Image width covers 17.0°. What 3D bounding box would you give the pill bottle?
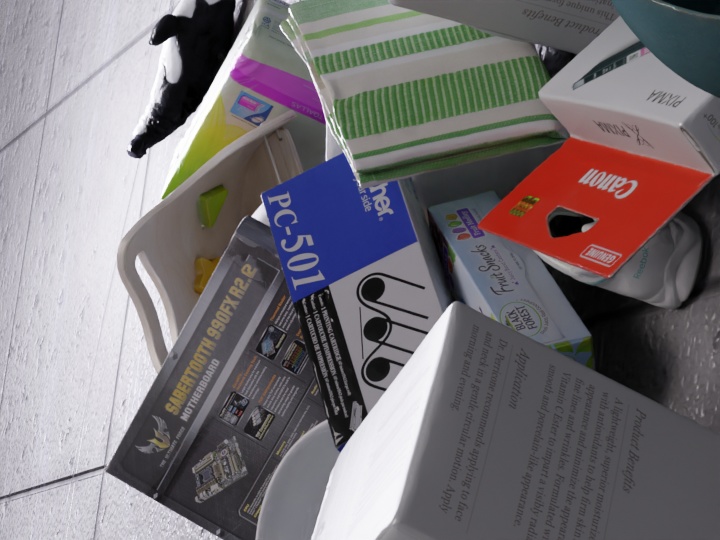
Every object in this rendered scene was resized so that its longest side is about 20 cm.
[{"bbox_3d":[0.072,-0.127,1.666,0.201,0.111,0.112,-105,34,-50],"label":"pill bottle"}]

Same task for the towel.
[{"bbox_3d":[0.040,-0.130,1.573,0.200,0.152,0.024,-113,13,-50],"label":"towel"}]

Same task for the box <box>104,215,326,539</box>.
[{"bbox_3d":[-0.059,0.089,1.635,0.201,0.158,0.048,-61,0,17],"label":"box"}]

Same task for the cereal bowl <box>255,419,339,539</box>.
[{"bbox_3d":[0.028,0.189,1.551,0.199,0.083,0.202,-1,88,40],"label":"cereal bowl"}]

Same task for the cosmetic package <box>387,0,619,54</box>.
[{"bbox_3d":[0.112,-0.276,1.569,0.167,0.166,0.201,-108,37,-51],"label":"cosmetic package"}]

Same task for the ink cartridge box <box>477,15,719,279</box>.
[{"bbox_3d":[0.155,-0.083,1.406,0.173,0.044,0.200,-42,20,-9],"label":"ink cartridge box"}]

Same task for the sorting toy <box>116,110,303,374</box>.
[{"bbox_3d":[-0.105,0.005,1.825,0.106,0.180,0.201,-11,102,42],"label":"sorting toy"}]

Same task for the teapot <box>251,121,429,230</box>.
[{"bbox_3d":[0.000,0.000,1.712,0.200,0.197,0.146,-48,11,24],"label":"teapot"}]

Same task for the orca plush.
[{"bbox_3d":[-0.164,-0.194,2.361,0.071,0.105,0.201,24,75,31],"label":"orca plush"}]

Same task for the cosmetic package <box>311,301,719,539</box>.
[{"bbox_3d":[0.087,0.159,1.298,0.165,0.199,0.165,-55,11,44],"label":"cosmetic package"}]

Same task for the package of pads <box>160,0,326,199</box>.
[{"bbox_3d":[-0.050,-0.108,1.914,0.200,0.154,0.068,-56,16,41],"label":"package of pads"}]

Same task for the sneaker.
[{"bbox_3d":[0.138,-0.031,1.494,0.200,0.080,0.071,-145,67,-69],"label":"sneaker"}]

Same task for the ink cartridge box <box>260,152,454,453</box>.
[{"bbox_3d":[0.007,0.019,1.524,0.094,0.044,0.201,-26,55,13],"label":"ink cartridge box"}]

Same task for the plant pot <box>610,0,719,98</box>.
[{"bbox_3d":[0.219,-0.162,1.252,0.135,0.199,0.201,69,-167,-52],"label":"plant pot"}]

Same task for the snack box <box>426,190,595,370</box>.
[{"bbox_3d":[0.097,0.058,1.513,0.200,0.053,0.143,-118,17,-58],"label":"snack box"}]
